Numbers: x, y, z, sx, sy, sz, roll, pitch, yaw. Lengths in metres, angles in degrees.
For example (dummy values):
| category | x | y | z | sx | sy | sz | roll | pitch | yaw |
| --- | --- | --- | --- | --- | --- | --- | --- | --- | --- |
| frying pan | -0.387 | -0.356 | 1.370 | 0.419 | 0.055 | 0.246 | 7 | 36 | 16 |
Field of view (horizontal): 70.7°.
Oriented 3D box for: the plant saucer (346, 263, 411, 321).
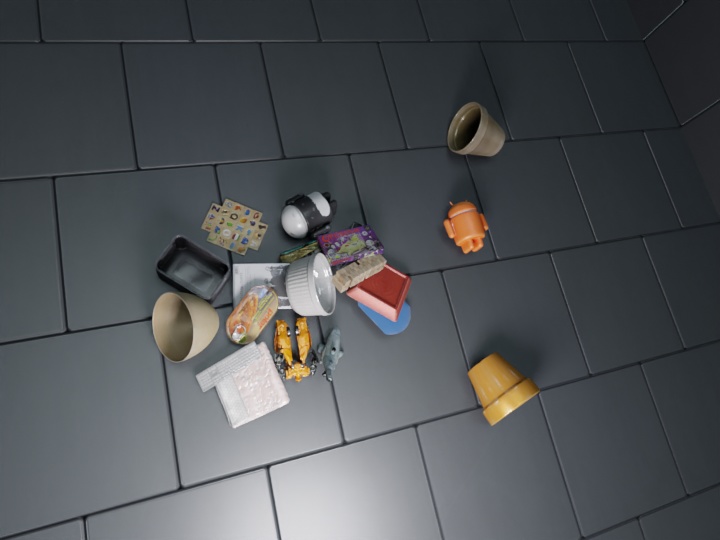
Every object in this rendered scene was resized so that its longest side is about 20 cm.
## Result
| category | x | y | z | sx | sy | sz | roll | pitch | yaw |
| --- | --- | --- | --- | --- | --- | --- | --- | --- | --- |
| plant saucer | 0.074 | 0.048 | 1.751 | 0.199 | 0.037 | 0.201 | 29 | 51 | -5 |

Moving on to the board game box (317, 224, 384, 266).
| category | x | y | z | sx | sy | sz | roll | pitch | yaw |
| --- | --- | --- | --- | --- | --- | --- | --- | --- | --- |
| board game box | -0.033 | -0.087 | 1.704 | 0.198 | 0.032 | 0.120 | -15 | 50 | -25 |

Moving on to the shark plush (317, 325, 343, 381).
| category | x | y | z | sx | sy | sz | roll | pitch | yaw |
| --- | --- | --- | --- | --- | --- | --- | --- | --- | --- |
| shark plush | -0.101 | 0.263 | 1.595 | 0.090 | 0.084 | 0.200 | 26 | 33 | 0 |

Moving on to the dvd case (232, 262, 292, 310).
| category | x | y | z | sx | sy | sz | roll | pitch | yaw |
| --- | --- | --- | --- | --- | --- | --- | --- | --- | --- |
| dvd case | -0.313 | 0.051 | 1.645 | 0.198 | 0.025 | 0.152 | 0 | 91 | -16 |

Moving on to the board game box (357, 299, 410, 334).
| category | x | y | z | sx | sy | sz | roll | pitch | yaw |
| --- | --- | --- | --- | --- | --- | --- | --- | --- | --- |
| board game box | 0.078 | 0.133 | 1.748 | 0.200 | 0.039 | 0.158 | 46 | 52 | 6 |

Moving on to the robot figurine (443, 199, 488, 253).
| category | x | y | z | sx | sy | sz | roll | pitch | yaw |
| --- | --- | --- | --- | --- | --- | --- | --- | --- | --- |
| robot figurine | 0.397 | -0.170 | 1.904 | 0.143 | 0.116 | 0.202 | -20 | 76 | 19 |

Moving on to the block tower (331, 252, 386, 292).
| category | x | y | z | sx | sy | sz | roll | pitch | yaw |
| --- | --- | --- | --- | --- | --- | --- | --- | --- | --- |
| block tower | 0.000 | 0.000 | 1.692 | 0.199 | 0.054 | 0.058 | -31 | 67 | -31 |

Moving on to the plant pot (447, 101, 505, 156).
| category | x | y | z | sx | sy | sz | roll | pitch | yaw |
| --- | --- | --- | --- | --- | --- | --- | --- | --- | --- |
| plant pot | 0.474 | -0.542 | 2.021 | 0.172 | 0.199 | 0.202 | 14 | 68 | -29 |

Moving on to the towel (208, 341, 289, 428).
| category | x | y | z | sx | sy | sz | roll | pitch | yaw |
| --- | --- | --- | --- | --- | --- | --- | --- | --- | --- |
| towel | -0.338 | 0.346 | 1.538 | 0.189 | 0.032 | 0.202 | -24 | 81 | -8 |

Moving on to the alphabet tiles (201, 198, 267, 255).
| category | x | y | z | sx | sy | sz | roll | pitch | yaw |
| --- | --- | --- | --- | --- | --- | --- | --- | --- | --- |
| alphabet tiles | -0.422 | -0.147 | 1.710 | 0.198 | 0.006 | 0.168 | 22 | 67 | -9 |

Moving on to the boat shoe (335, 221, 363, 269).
| category | x | y | z | sx | sy | sz | roll | pitch | yaw |
| --- | --- | --- | --- | --- | --- | --- | --- | --- | --- |
| boat shoe | -0.048 | -0.091 | 1.769 | 0.068 | 0.074 | 0.200 | 30 | 64 | 2 |

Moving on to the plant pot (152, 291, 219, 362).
| category | x | y | z | sx | sy | sz | roll | pitch | yaw |
| --- | --- | --- | --- | --- | --- | --- | --- | --- | --- |
| plant pot | -0.501 | 0.157 | 1.506 | 0.134 | 0.199 | 0.202 | -9 | 72 | -54 |

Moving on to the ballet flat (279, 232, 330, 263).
| category | x | y | z | sx | sy | sz | roll | pitch | yaw |
| --- | --- | --- | --- | --- | --- | --- | --- | --- | --- |
| ballet flat | -0.181 | -0.065 | 1.730 | 0.199 | 0.071 | 0.071 | -27 | 82 | -23 |

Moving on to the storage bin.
| category | x | y | z | sx | sy | sz | roll | pitch | yaw |
| --- | --- | --- | --- | --- | --- | --- | --- | --- | --- |
| storage bin | -0.521 | 0.002 | 1.585 | 0.199 | 0.094 | 0.136 | 32 | 67 | -4 |

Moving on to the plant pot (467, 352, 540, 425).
| category | x | y | z | sx | sy | sz | roll | pitch | yaw |
| --- | --- | --- | --- | --- | --- | --- | --- | --- | --- |
| plant pot | 0.467 | 0.387 | 1.714 | 0.199 | 0.201 | 0.184 | -26 | 66 | -22 |

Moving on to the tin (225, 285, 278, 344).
| category | x | y | z | sx | sy | sz | roll | pitch | yaw |
| --- | --- | --- | --- | --- | --- | --- | --- | --- | --- |
| tin | -0.341 | 0.140 | 1.603 | 0.112 | 0.042 | 0.201 | 38 | 77 | -9 |

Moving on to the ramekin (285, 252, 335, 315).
| category | x | y | z | sx | sy | sz | roll | pitch | yaw |
| --- | --- | --- | --- | --- | --- | --- | --- | --- | --- |
| ramekin | -0.160 | 0.050 | 1.625 | 0.104 | 0.200 | 0.202 | -10 | 73 | 15 |

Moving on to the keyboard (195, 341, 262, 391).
| category | x | y | z | sx | sy | sz | roll | pitch | yaw |
| --- | --- | --- | --- | --- | --- | --- | --- | --- | --- |
| keyboard | -0.394 | 0.288 | 1.527 | 0.199 | 0.011 | 0.057 | -30 | 79 | -10 |

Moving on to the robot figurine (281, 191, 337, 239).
| category | x | y | z | sx | sy | sz | roll | pitch | yaw |
| --- | --- | --- | --- | --- | --- | --- | --- | --- | --- |
| robot figurine | -0.175 | -0.190 | 1.737 | 0.199 | 0.150 | 0.126 | -31 | 120 | -23 |

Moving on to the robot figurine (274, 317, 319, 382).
| category | x | y | z | sx | sy | sz | roll | pitch | yaw |
| --- | --- | --- | --- | --- | --- | --- | --- | --- | --- |
| robot figurine | -0.210 | 0.255 | 1.615 | 0.143 | 0.058 | 0.202 | -4 | 73 | -17 |
